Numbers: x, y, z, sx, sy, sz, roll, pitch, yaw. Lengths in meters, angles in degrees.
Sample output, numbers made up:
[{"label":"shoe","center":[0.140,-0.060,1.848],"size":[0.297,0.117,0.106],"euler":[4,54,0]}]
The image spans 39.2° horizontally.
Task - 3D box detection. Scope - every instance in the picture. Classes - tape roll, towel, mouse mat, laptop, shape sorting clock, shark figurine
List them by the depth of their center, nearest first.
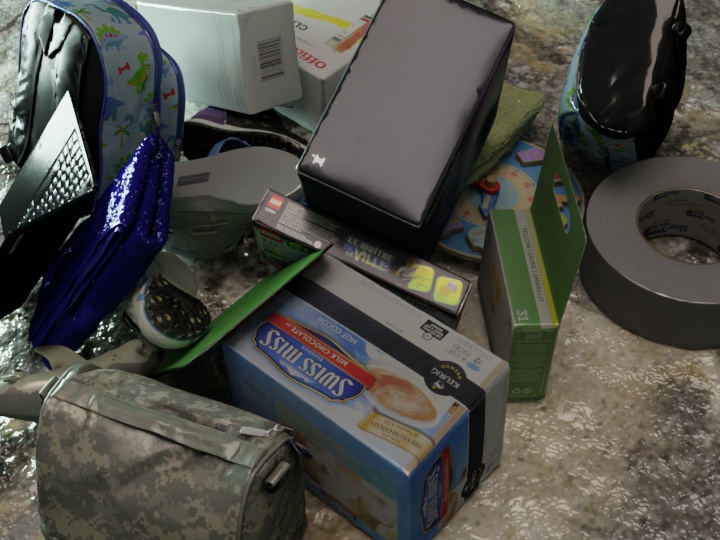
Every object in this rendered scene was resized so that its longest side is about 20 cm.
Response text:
[{"label":"shark figurine","center":[-0.276,0.118,0.857],"size":[0.211,0.091,0.128],"euler":[-6,19,0]},{"label":"mouse mat","center":[-0.109,0.039,0.875],"size":[0.161,0.200,0.008],"euler":[-41,98,-21]},{"label":"towel","center":[-0.242,-0.020,0.930],"size":[0.049,0.200,0.149],"euler":[26,38,-30]},{"label":"laptop","center":[-0.329,-0.048,0.942],"size":[0.103,0.177,0.201],"euler":[10,45,-43]},{"label":"tape roll","center":[0.315,-0.021,0.981],"size":[0.197,0.067,0.202],"euler":[-2,46,2]},{"label":"shape sorting clock","center":[0.138,-0.082,1.064],"size":[0.197,0.039,0.202],"euler":[-1,47,2]},{"label":"towel","center":[0.105,-0.161,1.106],"size":[0.147,0.037,0.200],"euler":[20,43,25]}]

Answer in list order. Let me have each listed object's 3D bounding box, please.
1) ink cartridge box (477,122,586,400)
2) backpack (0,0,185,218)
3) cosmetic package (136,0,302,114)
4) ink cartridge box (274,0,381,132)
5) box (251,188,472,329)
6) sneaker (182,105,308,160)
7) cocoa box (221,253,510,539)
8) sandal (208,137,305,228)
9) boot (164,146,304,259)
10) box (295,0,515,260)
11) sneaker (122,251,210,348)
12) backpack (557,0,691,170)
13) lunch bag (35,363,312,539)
[{"label":"ink cartridge box","center":[0.144,-0.005,0.880],"size":[0.047,0.201,0.147],"euler":[-2,46,-3]},{"label":"backpack","center":[-0.279,-0.188,1.074],"size":[0.182,0.202,0.146],"euler":[32,36,30]},{"label":"cosmetic package","center":[-0.162,-0.250,1.144],"size":[0.081,0.114,0.199],"euler":[-24,32,-37]},{"label":"ink cartridge box","center":[-0.028,-0.269,1.217],"size":[0.144,0.084,0.200],"euler":[32,55,28]},{"label":"box","center":[0.000,0.000,0.916],"size":[0.198,0.110,0.035],"euler":[25,73,8]},{"label":"sneaker","center":[-0.100,-0.147,1.116],"size":[0.198,0.076,0.088],"euler":[20,45,21]},{"label":"cocoa box","center":[0.003,0.109,0.826],"size":[0.199,0.134,0.131],"euler":[31,55,28]},{"label":"sandal","center":[-0.088,-0.078,1.041],"size":[0.198,0.088,0.080],"euler":[17,47,16]},{"label":"boot","center":[-0.128,-0.062,0.999],"size":[0.198,0.096,0.074],"euler":[0,54,23]},{"label":"box","center":[0.042,-0.117,0.917],"size":[0.122,0.199,0.202],"euler":[24,78,9]},{"label":"sneaker","center":[-0.181,0.037,0.907],"size":[0.073,0.072,0.200],"euler":[-48,16,2]},{"label":"backpack","center":[0.272,-0.184,1.049],"size":[0.152,0.200,0.165],"euler":[13,82,30]},{"label":"lunch bag","center":[-0.139,0.162,0.760],"size":[0.198,0.169,0.140],"euler":[16,49,17]}]
